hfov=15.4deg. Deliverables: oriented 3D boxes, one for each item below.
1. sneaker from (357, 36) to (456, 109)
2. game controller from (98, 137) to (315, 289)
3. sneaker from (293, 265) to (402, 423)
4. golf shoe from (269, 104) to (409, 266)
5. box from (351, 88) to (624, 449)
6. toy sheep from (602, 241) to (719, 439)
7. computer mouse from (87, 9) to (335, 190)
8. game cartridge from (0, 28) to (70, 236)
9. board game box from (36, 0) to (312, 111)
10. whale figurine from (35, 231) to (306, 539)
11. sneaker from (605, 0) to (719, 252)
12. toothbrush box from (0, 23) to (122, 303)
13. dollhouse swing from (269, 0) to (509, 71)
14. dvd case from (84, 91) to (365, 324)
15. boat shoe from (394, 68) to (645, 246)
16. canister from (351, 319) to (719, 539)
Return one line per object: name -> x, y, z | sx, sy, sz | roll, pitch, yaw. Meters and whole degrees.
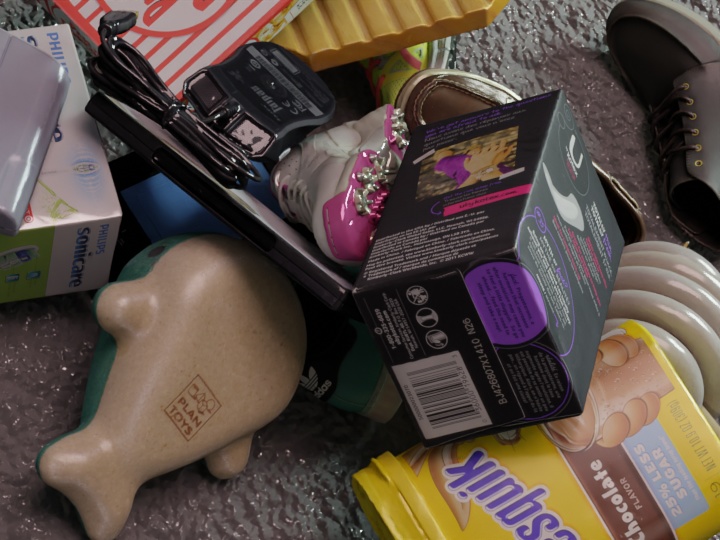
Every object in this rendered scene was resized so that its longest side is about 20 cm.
sneaker -> 0.023, -0.152, 1.853 | 0.090, 0.078, 0.201 | 6, 54, 3
game controller -> -0.102, -0.040, 1.721 | 0.200, 0.042, 0.104 | -27, 71, -37
sneaker -> 0.000, 0.000, 1.722 | 0.080, 0.071, 0.201 | 21, 51, -16
golf shoe -> -0.016, -0.044, 1.662 | 0.200, 0.091, 0.076 | -63, 140, -71
box -> 0.081, -0.003, 1.605 | 0.200, 0.106, 0.123 | -67, 138, -57
toy sheep -> 0.190, 0.056, 1.739 | 0.138, 0.138, 0.200 | 31, 37, -3
computer mouse -> -0.099, -0.111, 1.639 | 0.140, 0.046, 0.200 | 41, 25, 1
game cartridge -> -0.278, -0.102, 1.556 | 0.199, 0.041, 0.133 | 16, 51, -2
board game box -> -0.106, -0.211, 1.738 | 0.151, 0.046, 0.200 | 44, 80, 10
whale figurine -> -0.125, 0.066, 1.602 | 0.200, 0.104, 0.159 | -51, 127, -21
sneaker -> 0.233, -0.110, 1.914 | 0.200, 0.075, 0.106 | 48, 47, 11
toothbrush box -> -0.259, -0.056, 1.603 | 0.199, 0.086, 0.146 | -7, 60, -18
dollhouse swing -> -0.008, -0.261, 1.797 | 0.199, 0.182, 0.176 | -14, 28, -7
dvd case -> -0.070, -0.035, 1.619 | 0.200, 0.143, 0.018 | 39, 93, 13
boat shoe -> 0.115, -0.071, 1.782 | 0.202, 0.075, 0.075 | 30, 88, -29
canister -> 0.116, 0.138, 1.609 | 0.200, 0.087, 0.149 | -30, 76, -8
